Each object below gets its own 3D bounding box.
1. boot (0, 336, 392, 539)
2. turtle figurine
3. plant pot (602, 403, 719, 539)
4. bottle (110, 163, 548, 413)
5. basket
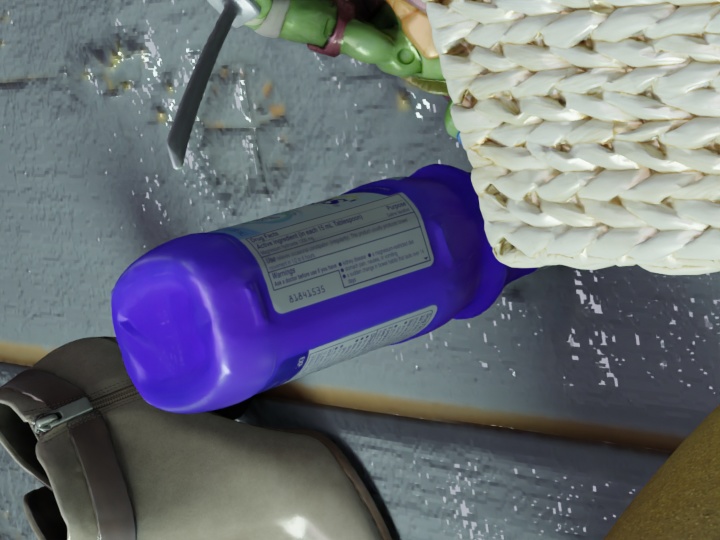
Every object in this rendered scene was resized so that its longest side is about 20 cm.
[{"bbox_3d":[-0.087,0.110,1.036,0.200,0.145,0.071,47,133,28],"label":"boot"},{"bbox_3d":[0.012,-0.146,0.808,0.144,0.199,0.195,-35,67,35],"label":"turtle figurine"},{"bbox_3d":[0.165,0.102,0.683,0.186,0.199,0.188,23,122,44],"label":"plant pot"},{"bbox_3d":[0.000,0.000,0.843,0.083,0.199,0.066,-18,90,52],"label":"bottle"},{"bbox_3d":[0.142,-0.098,0.638,0.199,0.197,0.162,3,108,50],"label":"basket"}]
